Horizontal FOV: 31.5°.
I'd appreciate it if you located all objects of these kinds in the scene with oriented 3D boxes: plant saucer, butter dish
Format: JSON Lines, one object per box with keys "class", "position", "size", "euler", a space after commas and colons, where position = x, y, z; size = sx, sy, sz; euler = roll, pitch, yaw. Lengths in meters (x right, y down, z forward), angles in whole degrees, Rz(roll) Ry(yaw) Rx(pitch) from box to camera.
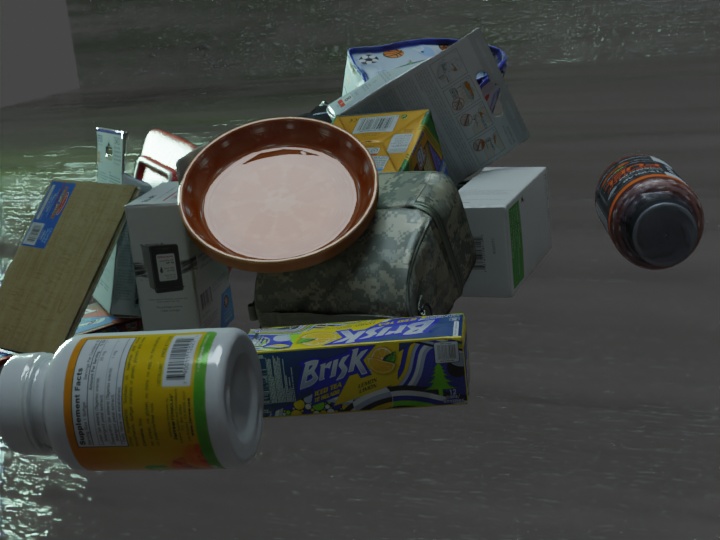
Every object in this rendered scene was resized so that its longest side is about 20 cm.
{"class": "plant saucer", "position": [-0.080, -0.073, 1.262], "size": [0.198, 0.032, 0.202], "euler": [-3, 49, 4]}
{"class": "butter dish", "position": [-0.194, -0.054, 1.537], "size": [0.147, 0.201, 0.200], "euler": [8, 9, -28]}

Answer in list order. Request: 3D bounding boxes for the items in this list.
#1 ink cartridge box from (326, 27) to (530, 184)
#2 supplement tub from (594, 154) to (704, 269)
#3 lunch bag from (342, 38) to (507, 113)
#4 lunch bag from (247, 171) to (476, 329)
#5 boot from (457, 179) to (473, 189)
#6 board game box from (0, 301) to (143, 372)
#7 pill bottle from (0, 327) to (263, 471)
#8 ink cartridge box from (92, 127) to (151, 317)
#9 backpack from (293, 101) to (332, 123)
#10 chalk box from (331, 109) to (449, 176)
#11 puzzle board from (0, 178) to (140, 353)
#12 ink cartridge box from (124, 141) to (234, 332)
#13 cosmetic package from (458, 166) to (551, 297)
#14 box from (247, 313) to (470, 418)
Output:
{"class": "ink cartridge box", "position": [0.081, -0.176, 1.511], "size": [0.199, 0.163, 0.050], "euler": [-33, 29, -3]}
{"class": "supplement tub", "position": [0.329, -0.065, 1.449], "size": [0.106, 0.108, 0.200], "euler": [-5, 15, 4]}
{"class": "lunch bag", "position": [0.083, -0.199, 1.618], "size": [0.198, 0.171, 0.124], "euler": [-12, 55, -19]}
{"class": "lunch bag", "position": [0.000, 0.000, 1.297], "size": [0.198, 0.140, 0.168], "euler": [1, 38, 27]}
{"class": "boot", "position": [0.076, -0.062, 1.628], "size": [0.198, 0.070, 0.174], "euler": [11, 27, 25]}
{"class": "board game box", "position": [-0.347, 0.075, 1.396], "size": [0.199, 0.020, 0.103], "euler": [-18, 18, -37]}
{"class": "pill bottle", "position": [-0.187, 0.106, 1.036], "size": [0.198, 0.112, 0.111], "euler": [-3, 15, 14]}
{"class": "ink cartridge box", "position": [-0.275, -0.060, 1.458], "size": [0.040, 0.202, 0.199], "euler": [3, 7, -20]}
{"class": "backpack", "position": [-0.070, -0.109, 1.564], "size": [0.166, 0.127, 0.200], "euler": [-25, 32, -6]}
{"class": "chalk box", "position": [0.032, -0.062, 1.438], "size": [0.124, 0.201, 0.124], "euler": [0, 39, 26]}
{"class": "puzzle board", "position": [-0.320, -0.003, 1.351], "size": [0.150, 0.201, 0.017], "euler": [7, -23, 41]}
{"class": "ink cartridge box", "position": [-0.192, -0.026, 1.351], "size": [0.066, 0.202, 0.116], "euler": [-3, 15, 13]}
{"class": "cosmetic package", "position": [0.156, -0.048, 1.464], "size": [0.084, 0.109, 0.200], "euler": [0, 18, 22]}
{"class": "box", "position": [-0.004, 0.084, 1.129], "size": [0.198, 0.065, 0.070], "euler": [-4, 15, 7]}
